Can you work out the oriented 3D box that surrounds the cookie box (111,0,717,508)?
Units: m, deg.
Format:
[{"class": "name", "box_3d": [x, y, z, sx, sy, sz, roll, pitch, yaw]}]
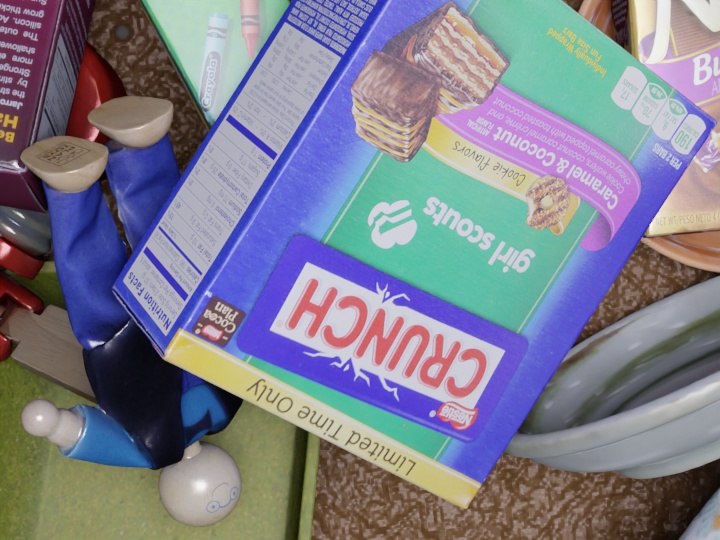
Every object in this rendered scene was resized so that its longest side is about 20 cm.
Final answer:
[{"class": "cookie box", "box_3d": [0.024, -0.026, 0.636, 0.171, 0.075, 0.201, 29, 97, -32]}]

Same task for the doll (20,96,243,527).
[{"class": "doll", "box_3d": [-0.096, 0.031, 0.679, 0.136, 0.048, 0.201, -39, 128, -38]}]

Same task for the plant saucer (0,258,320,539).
[{"class": "plant saucer", "box_3d": [-0.104, 0.095, 0.779, 0.198, 0.048, 0.202, -2, 72, 21]}]

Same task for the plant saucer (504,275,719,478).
[{"class": "plant saucer", "box_3d": [0.162, 0.054, 0.744, 0.199, 0.200, 0.051, -28, 96, -1]}]

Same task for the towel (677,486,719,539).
[{"class": "towel", "box_3d": [0.229, 0.162, 0.759, 0.199, 0.048, 0.172, 14, 120, -29]}]

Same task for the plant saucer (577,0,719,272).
[{"class": "plant saucer", "box_3d": [0.207, -0.100, 0.835, 0.198, 0.037, 0.202, 0, 92, -3]}]

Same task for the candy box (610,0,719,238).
[{"class": "candy box", "box_3d": [0.191, -0.122, 0.788, 0.116, 0.056, 0.202, -5, 92, -2]}]

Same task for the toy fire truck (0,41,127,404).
[{"class": "toy fire truck", "box_3d": [-0.168, -0.029, 0.768, 0.199, 0.129, 0.177, 36, 90, 0]}]

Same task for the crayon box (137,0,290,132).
[{"class": "crayon box", "box_3d": [-0.070, -0.120, 0.739, 0.058, 0.200, 0.119, -29, 94, -3]}]

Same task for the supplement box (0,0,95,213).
[{"class": "supplement box", "box_3d": [-0.179, -0.139, 0.693, 0.109, 0.086, 0.202, 11, 79, -2]}]
